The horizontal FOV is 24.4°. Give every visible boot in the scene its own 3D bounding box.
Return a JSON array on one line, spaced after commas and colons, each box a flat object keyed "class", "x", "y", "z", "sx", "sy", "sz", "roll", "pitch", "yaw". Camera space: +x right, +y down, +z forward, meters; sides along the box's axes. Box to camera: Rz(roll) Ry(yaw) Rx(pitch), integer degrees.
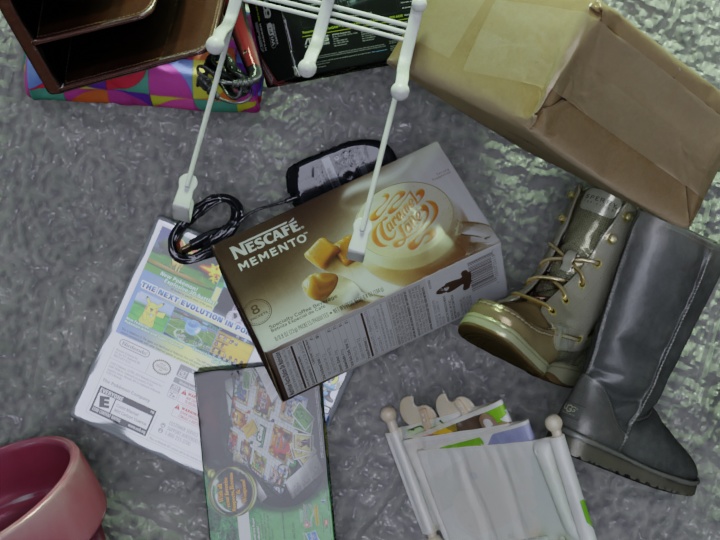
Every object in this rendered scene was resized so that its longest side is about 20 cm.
[{"class": "boot", "x": 0.153, "y": 0.004, "z": 1.286, "sx": 0.072, "sy": 0.200, "sz": 0.155, "roll": 28, "pitch": 91, "yaw": 26}, {"class": "boot", "x": 0.239, "y": 0.067, "z": 1.316, "sx": 0.182, "sy": 0.072, "sz": 0.201, "roll": 25, "pitch": 84, "yaw": -44}]

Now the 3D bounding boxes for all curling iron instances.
[{"class": "curling iron", "x": -0.111, "y": -0.210, "z": 1.288, "sx": 0.049, "sy": 0.026, "sz": 0.201, "roll": -5, "pitch": 57, "yaw": -9}]

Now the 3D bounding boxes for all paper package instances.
[{"class": "paper package", "x": 0.151, "y": -0.135, "z": 1.228, "sx": 0.190, "sy": 0.200, "sz": 0.104, "roll": 28, "pitch": 94, "yaw": -37}]

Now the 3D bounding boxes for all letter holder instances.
[{"class": "letter holder", "x": -0.179, "y": -0.249, "z": 1.252, "sx": 0.142, "sy": 0.101, "sz": 0.200, "roll": -11, "pitch": 48, "yaw": 11}]

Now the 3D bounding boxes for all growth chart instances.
[{"class": "growth chart", "x": 0.098, "y": 0.164, "z": 1.316, "sx": 0.018, "sy": 0.200, "sz": 0.145, "roll": -22, "pitch": 101, "yaw": -42}]

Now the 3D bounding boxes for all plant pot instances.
[{"class": "plant pot", "x": -0.271, "y": 0.257, "z": 1.309, "sx": 0.199, "sy": 0.200, "sz": 0.179, "roll": -24, "pitch": 108, "yaw": 2}]

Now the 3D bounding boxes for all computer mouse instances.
[{"class": "computer mouse", "x": -0.064, "y": -0.055, "z": 1.355, "sx": 0.199, "sy": 0.034, "sz": 0.059, "roll": -20, "pitch": 100, "yaw": -2}]

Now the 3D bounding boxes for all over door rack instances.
[{"class": "over door rack", "x": -0.043, "y": -0.116, "z": 1.196, "sx": 0.147, "sy": 0.067, "sz": 0.201, "roll": 14, "pitch": 93, "yaw": 1}]

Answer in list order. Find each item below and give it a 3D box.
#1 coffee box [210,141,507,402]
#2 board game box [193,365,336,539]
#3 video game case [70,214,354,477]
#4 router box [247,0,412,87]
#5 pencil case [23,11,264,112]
[{"class": "coffee box", "x": 0.000, "y": 0.000, "z": 1.303, "sx": 0.199, "sy": 0.080, "sz": 0.115, "roll": -24, "pitch": 56, "yaw": -6}, {"class": "board game box", "x": -0.075, "y": 0.177, "z": 1.354, "sx": 0.104, "sy": 0.023, "sz": 0.201, "roll": -4, "pitch": 93, "yaw": -1}, {"class": "video game case", "x": -0.112, "y": 0.078, "z": 1.373, "sx": 0.199, "sy": 0.022, "sz": 0.183, "roll": 25, "pitch": 93, "yaw": 0}, {"class": "router box", "x": 0.006, "y": -0.234, "z": 1.294, "sx": 0.199, "sy": 0.062, "sz": 0.150, "roll": -13, "pitch": 93, "yaw": -26}, {"class": "pencil case", "x": -0.169, "y": -0.172, "z": 1.330, "sx": 0.199, "sy": 0.088, "sz": 0.089, "roll": 1, "pitch": 93, "yaw": 0}]
